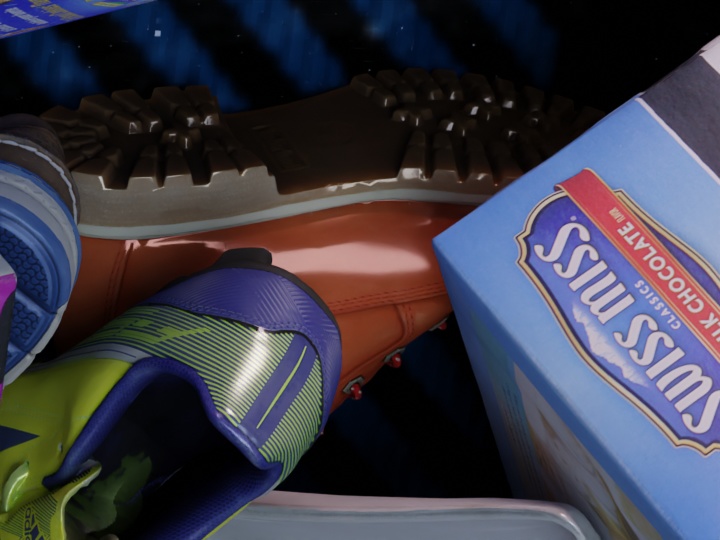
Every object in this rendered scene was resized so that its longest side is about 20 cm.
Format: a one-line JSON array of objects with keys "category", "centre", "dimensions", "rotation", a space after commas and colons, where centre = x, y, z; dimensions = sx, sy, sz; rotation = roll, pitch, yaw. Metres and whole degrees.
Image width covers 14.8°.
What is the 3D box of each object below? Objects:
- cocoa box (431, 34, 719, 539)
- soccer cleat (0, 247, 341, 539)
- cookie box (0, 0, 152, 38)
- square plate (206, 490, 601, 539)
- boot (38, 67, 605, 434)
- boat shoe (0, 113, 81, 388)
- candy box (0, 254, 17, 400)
[{"category": "cocoa box", "centre": [0.121, 0.047, 0.807], "dimensions": [0.131, 0.133, 0.200], "rotation": [-34, 149, -8]}, {"category": "soccer cleat", "centre": [-0.087, 0.063, 0.777], "dimensions": [0.200, 0.084, 0.065], "rotation": [-33, 111, 33]}, {"category": "cookie box", "centre": [-0.101, -0.096, 0.679], "dimensions": [0.200, 0.171, 0.075], "rotation": [-14, 92, 1]}, {"category": "square plate", "centre": [0.035, 0.136, 0.841], "dimensions": [0.028, 0.198, 0.200], "rotation": [-51, 122, -35]}, {"category": "boot", "centre": [0.000, 0.000, 0.836], "dimensions": [0.200, 0.075, 0.107], "rotation": [-4, 117, -13]}, {"category": "boat shoe", "centre": [-0.146, 0.030, 0.784], "dimensions": [0.200, 0.072, 0.072], "rotation": [-36, 112, 25]}, {"category": "candy box", "centre": [-0.167, 0.081, 0.697], "dimensions": [0.136, 0.061, 0.200], "rotation": [-15, 132, -34]}]
